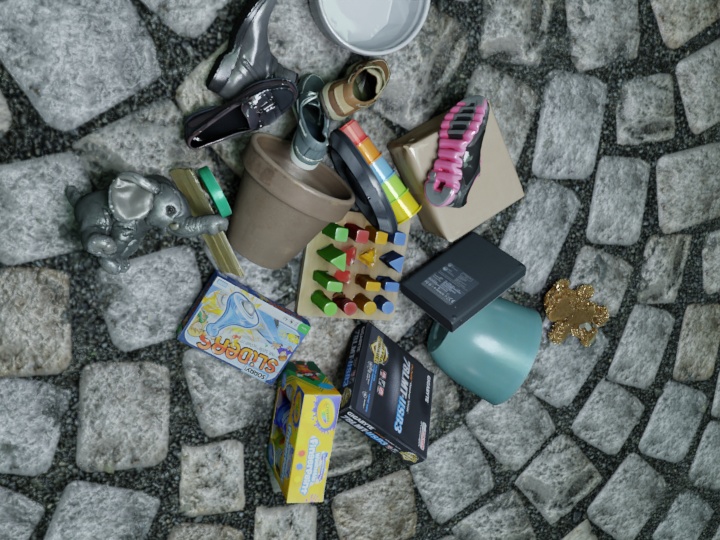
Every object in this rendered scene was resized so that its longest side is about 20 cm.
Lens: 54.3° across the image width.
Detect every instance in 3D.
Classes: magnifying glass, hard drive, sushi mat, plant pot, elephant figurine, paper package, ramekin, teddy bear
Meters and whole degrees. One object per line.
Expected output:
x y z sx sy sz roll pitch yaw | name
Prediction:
-0.232 -0.129 1.097 0.022 0.200 0.080 -29 108 -11 | magnifying glass
0.193 0.016 1.315 0.199 0.139 0.033 -34 141 -24 | hard drive
-0.253 -0.079 1.162 0.012 0.095 0.201 -34 114 -25 | sushi mat
0.226 0.134 1.353 0.160 0.201 0.202 25 94 -9 | plant pot
-0.135 -0.101 1.164 0.199 0.201 0.175 27 109 -25 | plant pot
-0.334 -0.096 1.097 0.199 0.142 0.155 -34 129 5 | elephant figurine
0.178 -0.186 1.298 0.190 0.103 0.201 -31 111 -11 | paper package
0.007 -0.459 1.162 0.198 0.105 0.202 -6 106 -20 | ramekin
0.456 0.091 1.505 0.198 0.067 0.146 8 109 -29 | teddy bear

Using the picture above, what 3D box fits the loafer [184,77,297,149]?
-0.191 -0.243 1.124 0.198 0.063 0.072 -20 131 9 | loafer

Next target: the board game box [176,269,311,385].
-0.206 0.105 1.248 0.199 0.034 0.136 30 100 -25 | board game box

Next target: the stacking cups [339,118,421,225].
0.028 -0.175 1.253 0.060 0.060 0.200 -40 103 -7 | stacking cups

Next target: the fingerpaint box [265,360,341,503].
-0.108 0.286 1.269 0.073 0.167 0.202 6 102 -22 | fingerpaint box

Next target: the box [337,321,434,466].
0.053 0.229 1.315 0.198 0.201 0.050 39 131 -23 | box

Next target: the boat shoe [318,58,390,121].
0.008 -0.305 1.167 0.076 0.073 0.200 62 39 -20 | boat shoe

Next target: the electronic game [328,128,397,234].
0.004 -0.148 1.186 0.041 0.200 0.201 -31 112 -5 | electronic game

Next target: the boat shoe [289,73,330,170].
-0.073 -0.257 1.147 0.072 0.062 0.202 18 53 -21 | boat shoe

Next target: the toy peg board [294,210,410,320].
0.000 0.000 1.278 0.197 0.098 0.202 5 102 -22 | toy peg board

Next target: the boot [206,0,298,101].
-0.154 -0.352 1.153 0.131 0.070 0.201 26 105 -27 | boot

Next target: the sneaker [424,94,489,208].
0.180 -0.199 1.211 0.095 0.079 0.202 15 98 -46 | sneaker
